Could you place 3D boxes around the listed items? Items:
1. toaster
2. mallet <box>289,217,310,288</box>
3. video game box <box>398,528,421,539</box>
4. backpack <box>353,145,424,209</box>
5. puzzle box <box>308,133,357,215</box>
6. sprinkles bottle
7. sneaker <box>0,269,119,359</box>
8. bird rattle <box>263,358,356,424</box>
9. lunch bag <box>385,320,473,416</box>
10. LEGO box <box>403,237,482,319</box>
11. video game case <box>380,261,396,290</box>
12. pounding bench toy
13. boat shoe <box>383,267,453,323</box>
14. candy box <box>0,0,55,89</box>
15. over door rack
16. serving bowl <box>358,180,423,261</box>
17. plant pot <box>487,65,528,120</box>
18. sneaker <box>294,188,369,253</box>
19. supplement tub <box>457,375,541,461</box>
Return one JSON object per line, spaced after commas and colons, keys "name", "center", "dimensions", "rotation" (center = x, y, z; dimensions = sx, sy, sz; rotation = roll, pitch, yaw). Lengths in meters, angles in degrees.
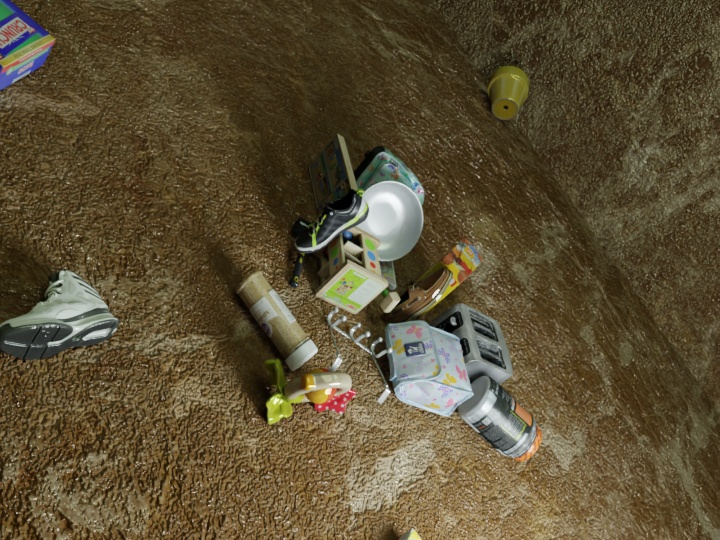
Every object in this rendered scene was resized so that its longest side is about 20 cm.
{"name": "toaster", "center": [0.288, 0.210, 1.778], "dimensions": [0.197, 0.118, 0.184], "rotation": [26, 40, -32]}
{"name": "mallet", "center": [-0.144, -0.044, 1.589], "dimensions": [0.065, 0.041, 0.203], "rotation": [37, 39, -17]}
{"name": "video game box", "center": [0.106, 0.601, 1.228], "dimensions": [0.202, 0.047, 0.181], "rotation": [54, 34, 5]}
{"name": "backpack", "center": [0.075, -0.212, 1.880], "dimensions": [0.198, 0.178, 0.151], "rotation": [36, 14, -25]}
{"name": "puzzle box", "center": [-0.074, -0.235, 1.774], "dimensions": [0.025, 0.133, 0.204], "rotation": [19, 42, -37]}
{"name": "sprinkles bottle", "center": [-0.168, 0.100, 1.380], "dimensions": [0.202, 0.068, 0.068], "rotation": [53, 33, 6]}
{"name": "sneaker", "center": [-0.477, 0.062, 1.054], "dimensions": [0.116, 0.076, 0.199], "rotation": [50, 23, 18]}
{"name": "bird rattle", "center": [-0.082, 0.227, 1.287], "dimensions": [0.195, 0.162, 0.116], "rotation": [13, 64, -30]}
{"name": "lunch bag", "center": [0.149, 0.218, 1.597], "dimensions": [0.196, 0.128, 0.173], "rotation": [21, 39, -26]}
{"name": "LEGO box", "center": [0.205, 0.025, 1.789], "dimensions": [0.078, 0.200, 0.148], "rotation": [48, 33, 3]}
{"name": "video game case", "center": [0.029, -0.055, 1.824], "dimensions": [0.141, 0.018, 0.204], "rotation": [27, 39, -31]}
{"name": "pounding bench toy", "center": [0.000, 0.000, 1.633], "dimensions": [0.197, 0.124, 0.159], "rotation": [27, 38, -32]}
{"name": "boat shoe", "center": [0.138, 0.060, 1.673], "dimensions": [0.068, 0.200, 0.072], "rotation": [41, 9, -13]}
{"name": "candy box", "center": [-0.700, -0.445, 1.273], "dimensions": [0.199, 0.077, 0.171], "rotation": [42, 33, -15]}
{"name": "over door rack", "center": [0.001, 0.170, 1.480], "dimensions": [0.146, 0.067, 0.202], "rotation": [35, 21, -21]}
{"name": "serving bowl", "center": [0.062, -0.131, 1.783], "dimensions": [0.198, 0.203, 0.066], "rotation": [34, -1, -21]}
{"name": "plant pot", "center": [0.692, -0.823, 3.263], "dimensions": [0.198, 0.199, 0.193], "rotation": [33, 50, -23]}
{"name": "sneaker", "center": [-0.073, -0.120, 1.550], "dimensions": [0.083, 0.197, 0.072], "rotation": [55, 2, -45]}
{"name": "supplement tub", "center": [0.341, 0.364, 1.683], "dimensions": [0.199, 0.122, 0.123], "rotation": [42, 33, -11]}
